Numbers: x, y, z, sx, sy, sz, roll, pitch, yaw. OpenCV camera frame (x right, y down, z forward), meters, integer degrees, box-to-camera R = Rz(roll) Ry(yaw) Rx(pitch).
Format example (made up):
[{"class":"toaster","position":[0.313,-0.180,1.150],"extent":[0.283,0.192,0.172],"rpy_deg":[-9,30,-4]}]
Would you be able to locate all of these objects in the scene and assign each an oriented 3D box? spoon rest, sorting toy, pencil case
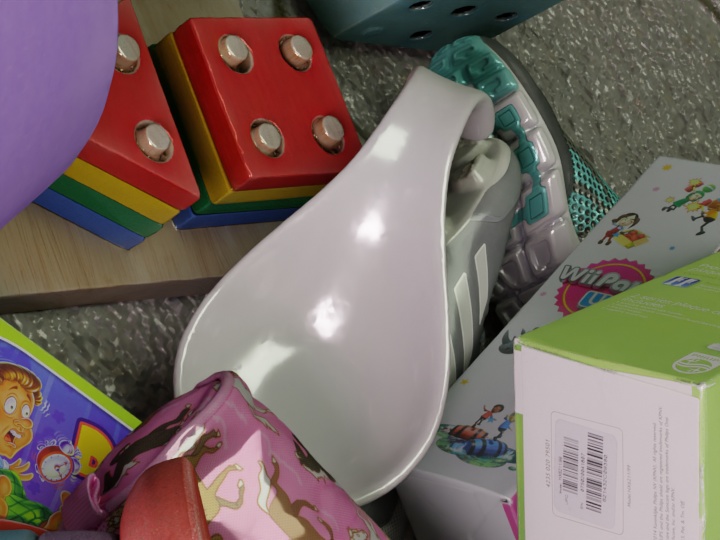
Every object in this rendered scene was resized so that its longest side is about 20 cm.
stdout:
[{"class":"spoon rest","position":[0.000,0.000,0.928],"extent":[0.099,0.061,0.201],"rpy_deg":[21,59,6]},{"class":"sorting toy","position":[-0.100,-0.093,0.966],"extent":[0.198,0.069,0.201],"rpy_deg":[-5,69,-47]},{"class":"pencil case","position":[-0.013,0.127,0.831],"extent":[0.200,0.083,0.087],"rpy_deg":[49,9,-9]}]

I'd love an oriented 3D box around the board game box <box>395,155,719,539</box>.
[{"class":"board game box","position":[0.111,0.072,0.994],"extent":[0.200,0.064,0.148],"rpy_deg":[-47,130,-34]}]

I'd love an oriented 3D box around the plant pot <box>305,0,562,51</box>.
[{"class":"plant pot","position":[0.026,-0.208,1.125],"extent":[0.141,0.141,0.201],"rpy_deg":[0,72,-45]}]

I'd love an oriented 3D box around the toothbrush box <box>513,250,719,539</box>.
[{"class":"toothbrush box","position":[0.150,0.075,0.926],"extent":[0.199,0.086,0.146],"rpy_deg":[-20,115,-44]}]

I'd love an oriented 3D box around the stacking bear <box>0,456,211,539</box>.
[{"class":"stacking bear","position":[-0.133,0.134,0.713],"extent":[0.199,0.114,0.122],"rpy_deg":[-13,86,-4]}]

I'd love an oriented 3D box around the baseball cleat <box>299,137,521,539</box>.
[{"class":"baseball cleat","position":[0.023,0.041,1.001],"extent":[0.107,0.070,0.200],"rpy_deg":[49,57,-25]}]

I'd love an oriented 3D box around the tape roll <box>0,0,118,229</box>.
[{"class":"tape roll","position":[-0.181,-0.085,0.777],"extent":[0.200,0.200,0.085],"rpy_deg":[50,41,-8]}]

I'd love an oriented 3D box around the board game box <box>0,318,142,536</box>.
[{"class":"board game box","position":[-0.106,0.108,0.846],"extent":[0.200,0.045,0.135],"rpy_deg":[38,43,-21]}]

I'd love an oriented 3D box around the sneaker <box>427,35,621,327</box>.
[{"class":"sneaker","position":[0.090,-0.014,1.113],"extent":[0.091,0.077,0.201],"rpy_deg":[-32,98,-54]}]
